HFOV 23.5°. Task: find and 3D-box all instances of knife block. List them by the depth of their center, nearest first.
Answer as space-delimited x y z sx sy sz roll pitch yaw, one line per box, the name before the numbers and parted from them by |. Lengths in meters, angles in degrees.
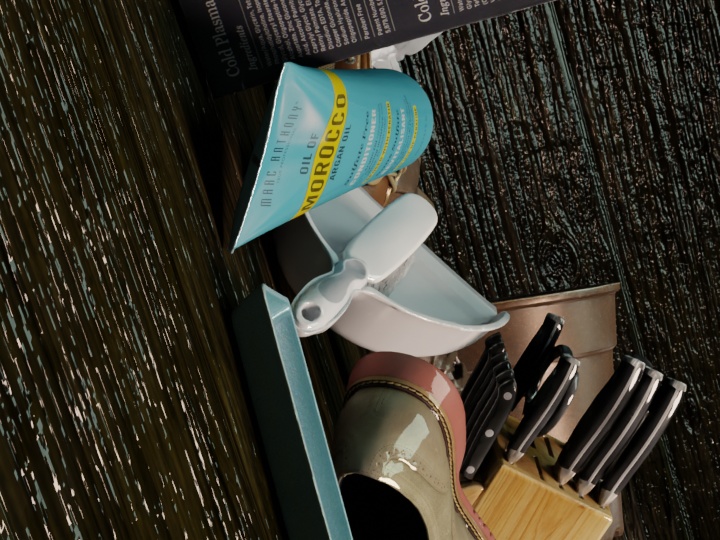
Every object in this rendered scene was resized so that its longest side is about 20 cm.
knife block | 0.092 0.127 0.893 0.064 0.175 0.200 -96 170 -66

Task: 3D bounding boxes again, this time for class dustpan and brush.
dustpan and brush | 0.000 0.000 0.808 0.140 0.057 0.200 42 34 2

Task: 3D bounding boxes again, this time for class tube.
tube | -0.015 -0.059 0.758 0.200 0.050 0.078 -31 134 -72

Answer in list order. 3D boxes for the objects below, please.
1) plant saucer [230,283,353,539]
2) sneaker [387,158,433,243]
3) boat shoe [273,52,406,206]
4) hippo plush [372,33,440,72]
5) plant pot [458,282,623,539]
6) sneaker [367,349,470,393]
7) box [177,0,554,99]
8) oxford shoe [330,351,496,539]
plant saucer | -0.013 0.106 0.645 0.070 0.019 0.201 47 27 -82
sneaker | 0.012 -0.041 1.329 0.200 0.070 0.076 74 29 -66
boat shoe | -0.007 -0.076 1.048 0.076 0.074 0.201 60 17 -74
hippo plush | 0.015 -0.191 1.245 0.161 0.159 0.201 -30 103 -86
plant pot | 0.121 0.120 1.361 0.200 0.200 0.199 12 69 -86
sneaker | 0.055 0.090 1.035 0.070 0.075 0.201 -59 144 -57
box | -0.004 -0.197 0.796 0.200 0.182 0.104 -103 175 -49
oxford shoe | 0.018 0.132 0.794 0.075 0.070 0.200 -64 147 -43
